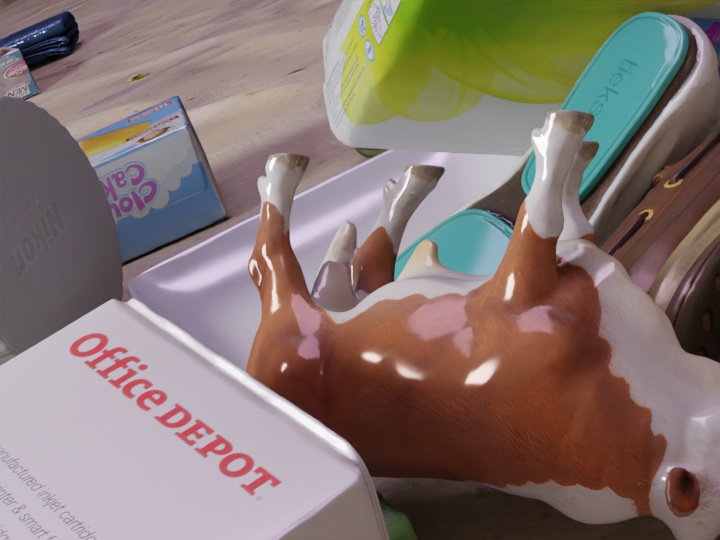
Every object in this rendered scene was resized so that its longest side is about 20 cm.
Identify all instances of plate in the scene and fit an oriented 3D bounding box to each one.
[{"bbox_3d":[0.000,0.000,0.725,0.198,0.033,0.200,-27,23,-9],"label":"plate"}]

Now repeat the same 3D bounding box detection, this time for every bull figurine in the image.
[{"bbox_3d":[0.039,0.020,0.486,0.199,0.123,0.065,-3,-9,37],"label":"bull figurine"}]

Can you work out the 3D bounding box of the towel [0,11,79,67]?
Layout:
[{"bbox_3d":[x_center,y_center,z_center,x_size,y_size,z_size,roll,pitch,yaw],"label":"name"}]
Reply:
[{"bbox_3d":[-0.486,-0.298,2.163,0.198,0.049,0.112,-22,18,6],"label":"towel"}]

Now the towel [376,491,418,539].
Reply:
[{"bbox_3d":[-0.089,0.115,0.539,0.199,0.031,0.149,-24,20,-12],"label":"towel"}]

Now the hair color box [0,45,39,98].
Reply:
[{"bbox_3d":[-0.473,-0.234,1.946,0.099,0.061,0.200,-29,19,-16],"label":"hair color box"}]

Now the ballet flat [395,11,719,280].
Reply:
[{"bbox_3d":[0.072,-0.009,0.605,0.200,0.069,0.069,-48,18,3],"label":"ballet flat"}]

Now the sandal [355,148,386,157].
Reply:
[{"bbox_3d":[0.081,-0.127,0.966,0.199,0.058,0.080,-20,18,8],"label":"sandal"}]

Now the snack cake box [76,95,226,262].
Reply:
[{"bbox_3d":[-0.194,-0.038,1.030,0.199,0.068,0.115,-24,17,-3],"label":"snack cake box"}]

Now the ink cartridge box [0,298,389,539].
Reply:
[{"bbox_3d":[-0.102,0.108,0.420,0.199,0.083,0.146,-32,34,-24],"label":"ink cartridge box"}]

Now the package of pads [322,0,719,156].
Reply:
[{"bbox_3d":[0.092,-0.106,0.669,0.198,0.069,0.155,2,-21,-15],"label":"package of pads"}]

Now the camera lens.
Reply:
[{"bbox_3d":[-0.245,0.005,0.813,0.198,0.161,0.160,-15,19,23],"label":"camera lens"}]

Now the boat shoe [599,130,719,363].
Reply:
[{"bbox_3d":[0.133,-0.021,0.562,0.067,0.073,0.200,8,36,39],"label":"boat shoe"}]
